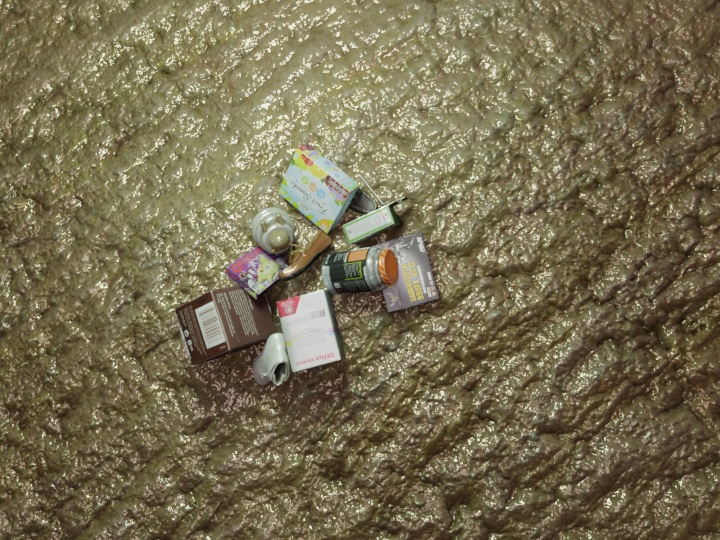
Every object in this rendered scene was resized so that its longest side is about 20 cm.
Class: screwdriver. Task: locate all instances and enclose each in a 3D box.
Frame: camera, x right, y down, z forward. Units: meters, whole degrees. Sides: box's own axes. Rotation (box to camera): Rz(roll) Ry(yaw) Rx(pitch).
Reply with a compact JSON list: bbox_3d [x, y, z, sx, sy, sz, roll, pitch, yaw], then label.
[{"bbox_3d":[0.056,-0.209,1.597,0.200,0.028,0.029,48,61,3],"label":"screwdriver"}]

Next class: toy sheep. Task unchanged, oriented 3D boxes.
[{"bbox_3d":[-0.257,-0.124,1.552,0.137,0.138,0.201,-34,41,1],"label":"toy sheep"}]

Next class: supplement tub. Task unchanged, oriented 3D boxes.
[{"bbox_3d":[0.000,0.000,1.507,0.197,0.122,0.125,-6,84,29],"label":"supplement tub"}]

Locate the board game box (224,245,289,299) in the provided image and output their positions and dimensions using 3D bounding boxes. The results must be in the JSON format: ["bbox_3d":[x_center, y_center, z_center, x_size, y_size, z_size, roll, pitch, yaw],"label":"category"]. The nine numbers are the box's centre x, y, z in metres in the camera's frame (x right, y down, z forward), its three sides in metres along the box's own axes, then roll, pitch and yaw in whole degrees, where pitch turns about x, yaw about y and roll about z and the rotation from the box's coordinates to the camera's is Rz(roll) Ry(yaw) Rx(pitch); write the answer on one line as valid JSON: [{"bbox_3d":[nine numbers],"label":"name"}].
[{"bbox_3d":[-0.283,-0.006,1.532,0.119,0.200,0.033,35,126,7],"label":"board game box"}]

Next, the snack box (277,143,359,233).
[{"bbox_3d":[-0.124,-0.237,1.551,0.199,0.068,0.169,41,130,7],"label":"snack box"}]

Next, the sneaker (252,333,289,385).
[{"bbox_3d":[-0.253,0.285,1.497,0.072,0.117,0.202,7,130,-24],"label":"sneaker"}]

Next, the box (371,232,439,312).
[{"bbox_3d":[0.130,0.006,1.566,0.156,0.048,0.204,-14,85,2],"label":"box"}]

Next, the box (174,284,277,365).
[{"bbox_3d":[-0.372,0.145,1.488,0.163,0.199,0.169,-23,83,31],"label":"box"}]

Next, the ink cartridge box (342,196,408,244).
[{"bbox_3d":[0.055,-0.142,1.536,0.197,0.104,0.060,-24,88,13],"label":"ink cartridge box"}]

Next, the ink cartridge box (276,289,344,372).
[{"bbox_3d":[-0.138,0.171,1.522,0.143,0.145,0.204,-14,84,2],"label":"ink cartridge box"}]

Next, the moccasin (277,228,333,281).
[{"bbox_3d":[-0.167,-0.047,1.547,0.078,0.074,0.201,46,69,-3],"label":"moccasin"}]

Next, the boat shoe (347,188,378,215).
[{"bbox_3d":[-0.037,-0.226,1.587,0.198,0.065,0.074,29,87,5],"label":"boat shoe"}]
